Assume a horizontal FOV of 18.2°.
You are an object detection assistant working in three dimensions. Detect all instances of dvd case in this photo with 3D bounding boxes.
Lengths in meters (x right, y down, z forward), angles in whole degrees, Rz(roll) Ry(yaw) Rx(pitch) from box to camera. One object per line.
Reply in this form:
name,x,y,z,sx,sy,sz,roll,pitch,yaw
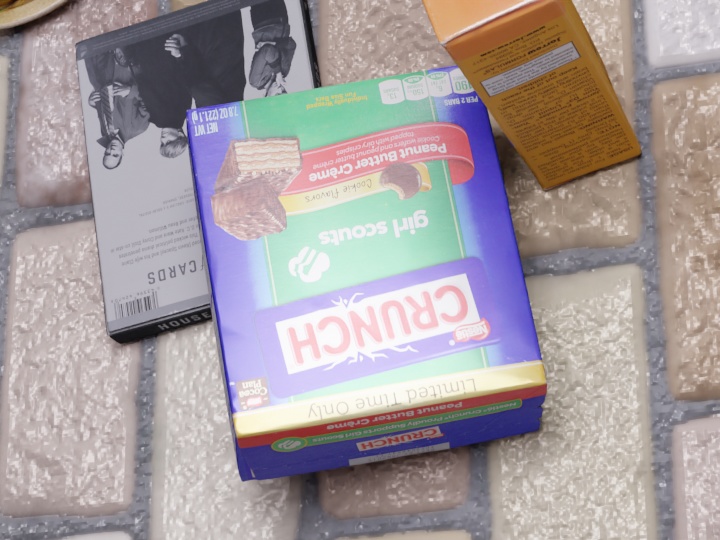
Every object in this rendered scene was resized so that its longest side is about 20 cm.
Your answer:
dvd case,-0.091,-0.068,1.339,0.150,0.025,0.200,-15,66,13

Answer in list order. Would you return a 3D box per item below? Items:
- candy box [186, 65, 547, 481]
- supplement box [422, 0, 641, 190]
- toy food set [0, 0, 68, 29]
candy box,0.000,0.000,1.229,0.169,0.077,0.200,-10,66,-2
supplement box,0.090,-0.114,1.194,0.069,0.200,0.067,-25,63,12
toy food set,-0.228,-0.244,1.449,0.200,0.049,0.198,-38,61,1
